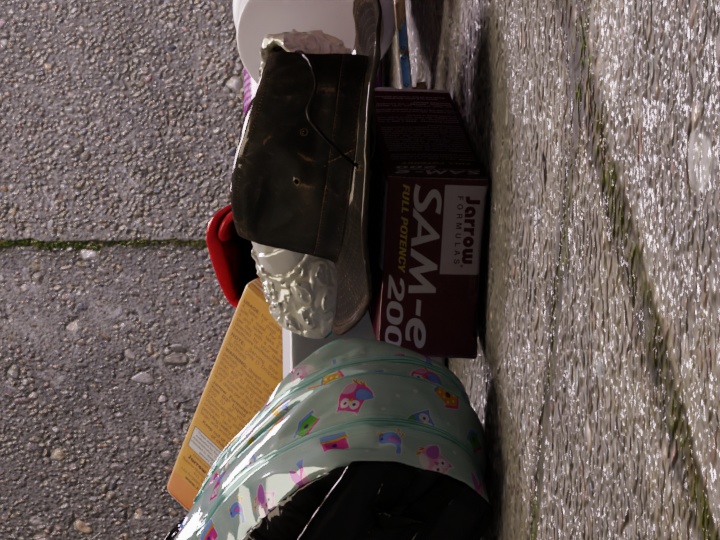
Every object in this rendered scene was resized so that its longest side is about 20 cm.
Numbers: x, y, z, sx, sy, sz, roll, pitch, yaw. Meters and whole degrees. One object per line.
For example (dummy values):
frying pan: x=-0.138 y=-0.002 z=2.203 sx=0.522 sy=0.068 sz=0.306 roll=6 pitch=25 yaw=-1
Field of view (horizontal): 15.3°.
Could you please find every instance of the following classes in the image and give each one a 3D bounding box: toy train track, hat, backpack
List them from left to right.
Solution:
hat: x=-0.034 y=-0.064 z=1.541 sx=0.201 sy=0.081 sz=0.201 roll=-177 pitch=90 yaw=-83
backpack: x=-0.014 y=0.136 z=1.494 sx=0.200 sy=0.167 sz=0.127 roll=-51 pitch=35 yaw=38
toy train track: x=0.037 y=-0.171 z=1.718 sx=0.200 sy=0.032 sz=0.115 roll=84 pitch=-179 yaw=-47

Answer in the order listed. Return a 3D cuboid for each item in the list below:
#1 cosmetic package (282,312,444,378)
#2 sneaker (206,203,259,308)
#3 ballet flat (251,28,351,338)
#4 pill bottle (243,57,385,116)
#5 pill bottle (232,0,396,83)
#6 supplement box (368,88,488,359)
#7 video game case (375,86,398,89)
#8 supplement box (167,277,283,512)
cosmetic package: x=0.000 y=0.000 z=1.724 sx=0.071 sy=0.101 sz=0.200 roll=110 pitch=159 yaw=-74
sneaker: x=-0.049 y=-0.061 z=1.850 sx=0.116 sy=0.078 sz=0.201 roll=17 pitch=-99 yaw=-76
ballet flat: x=-0.046 y=-0.057 z=1.663 sx=0.072 sy=0.072 sz=0.200 roll=107 pitch=165 yaw=-74
pill bottle: x=-0.036 y=-0.152 z=2.092 sx=0.112 sy=0.112 sz=0.201 roll=113 pitch=156 yaw=-78
pill bottle: x=-0.027 y=-0.192 z=1.825 sx=0.200 sy=0.113 sz=0.114 roll=-79 pitch=-8 yaw=-65
supplement box: x=0.032 y=-0.032 z=1.576 sx=0.200 sy=0.061 sz=0.109 roll=-107 pitch=19 yaw=-72
video game case: x=0.017 y=-0.028 z=1.888 sx=0.182 sy=0.023 sz=0.201 roll=-81 pitch=-9 yaw=-87
supplement box: x=-0.066 y=0.091 z=1.851 sx=0.069 sy=0.066 sz=0.200 roll=39 pitch=128 yaw=25
